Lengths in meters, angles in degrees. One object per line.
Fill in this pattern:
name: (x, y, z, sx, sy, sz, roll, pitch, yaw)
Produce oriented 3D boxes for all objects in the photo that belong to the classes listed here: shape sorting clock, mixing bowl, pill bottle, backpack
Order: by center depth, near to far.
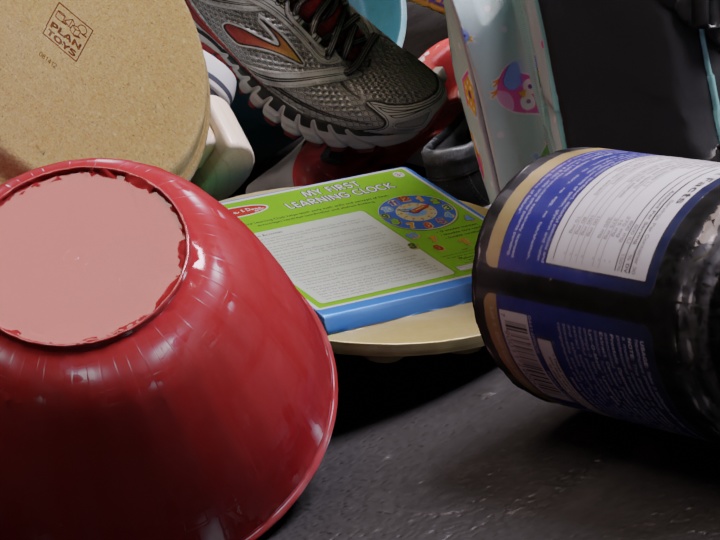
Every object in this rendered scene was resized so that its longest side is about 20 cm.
pill bottle: (0.140, 0.012, 1.147, 0.112, 0.112, 0.200, -29, 21, -26)
mixing bowl: (-0.113, 0.027, 1.223, 0.199, 0.109, 0.201, -3, 53, 4)
backpack: (0.126, -0.094, 1.363, 0.153, 0.176, 0.200, -13, 8, 19)
shape sorting clock: (0.000, 0.000, 1.376, 0.199, 0.039, 0.200, 5, 26, -2)

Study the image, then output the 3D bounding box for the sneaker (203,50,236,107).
sneaker: (-0.165, -0.095, 1.479, 0.199, 0.080, 0.078, 16, -22, -13)

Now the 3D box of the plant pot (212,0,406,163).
plant pot: (-0.108, -0.138, 1.687, 0.188, 0.200, 0.200, -39, 1, 42)

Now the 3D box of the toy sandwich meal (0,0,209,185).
toy sandwich meal: (-0.162, -0.105, 1.384, 0.070, 0.205, 0.205, -31, 6, 44)

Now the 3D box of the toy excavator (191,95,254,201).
toy excavator: (-0.172, -0.028, 1.433, 0.200, 0.100, 0.194, -37, -27, 19)

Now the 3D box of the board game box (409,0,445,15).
board game box: (0.064, -0.145, 1.514, 0.030, 0.200, 0.096, -61, 36, 11)

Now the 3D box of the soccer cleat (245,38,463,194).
soccer cleat: (0.020, -0.078, 1.606, 0.200, 0.069, 0.085, -35, 16, -38)

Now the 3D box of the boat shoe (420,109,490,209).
boat shoe: (0.085, -0.081, 1.540, 0.073, 0.068, 0.199, -6, 23, 36)

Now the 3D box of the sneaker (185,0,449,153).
sneaker: (-0.042, -0.134, 1.515, 0.082, 0.200, 0.078, -59, 1, 46)
